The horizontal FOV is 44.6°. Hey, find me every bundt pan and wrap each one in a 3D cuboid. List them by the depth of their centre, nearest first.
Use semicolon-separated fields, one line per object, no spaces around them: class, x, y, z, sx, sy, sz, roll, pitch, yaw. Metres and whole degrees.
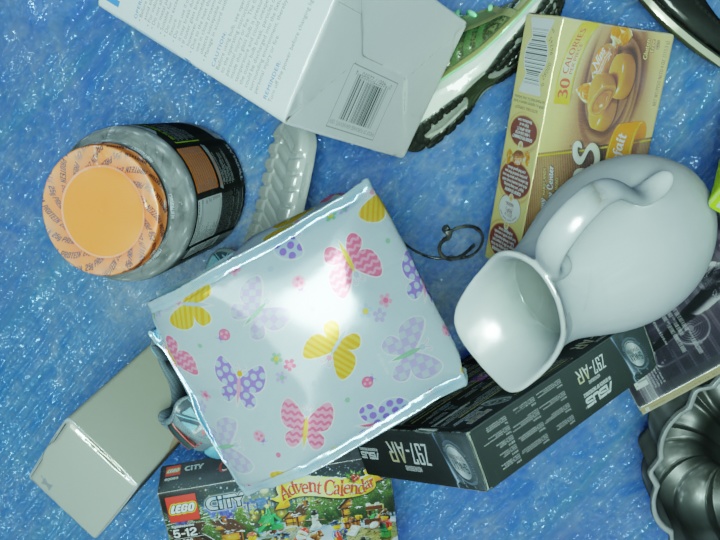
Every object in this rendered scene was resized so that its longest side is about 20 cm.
bundt pan;0.326;0.151;0.750;0.196;0.076;0.207;-2;108;-6

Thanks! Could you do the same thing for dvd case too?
dvd case;0.288;0.011;0.725;0.198;0.150;0.016;-32;134;14

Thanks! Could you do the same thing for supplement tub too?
supplement tub;-0.179;-0.062;0.745;0.119;0.200;0.126;2;100;9

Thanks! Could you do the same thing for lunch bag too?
lunch bag;-0.044;0.050;0.670;0.197;0.127;0.172;-30;94;-2

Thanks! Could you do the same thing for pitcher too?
pitcher;0.175;-0.021;0.618;0.122;0.198;0.173;50;148;20

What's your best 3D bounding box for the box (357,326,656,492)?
box;0.111;0.100;0.695;0.197;0.159;0.044;-26;96;-32

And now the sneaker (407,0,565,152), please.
sneaker;0.090;-0.199;0.752;0.199;0.077;0.089;-41;74;8

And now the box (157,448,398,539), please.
box;-0.066;0.221;0.766;0.195;0.038;0.140;-9;116;-3

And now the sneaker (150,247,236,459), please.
sneaker;-0.128;0.054;0.743;0.094;0.203;0.079;25;133;-33

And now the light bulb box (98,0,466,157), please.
light bulb box;-0.054;-0.198;0.678;0.198;0.197;0.127;34;104;25

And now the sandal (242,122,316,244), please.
sandal;-0.067;-0.034;0.807;0.049;0.082;0.207;4;113;-35

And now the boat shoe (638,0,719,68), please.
boat shoe;0.242;-0.245;0.713;0.202;0.074;0.063;47;111;3

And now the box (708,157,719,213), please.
box;0.340;-0.097;0.667;0.120;0.202;0.048;29;143;2

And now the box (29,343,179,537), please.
box;-0.185;0.124;0.770;0.078;0.200;0.095;42;125;-1

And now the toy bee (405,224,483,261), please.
toy bee;0.000;0.000;0.785;0.196;0.110;0.133;-20;137;-10

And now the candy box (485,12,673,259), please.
candy box;0.178;-0.100;0.724;0.113;0.055;0.205;1;108;-24
